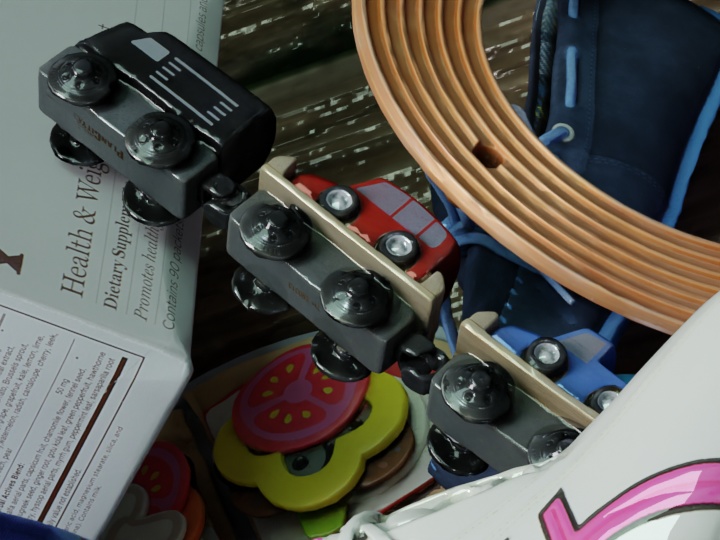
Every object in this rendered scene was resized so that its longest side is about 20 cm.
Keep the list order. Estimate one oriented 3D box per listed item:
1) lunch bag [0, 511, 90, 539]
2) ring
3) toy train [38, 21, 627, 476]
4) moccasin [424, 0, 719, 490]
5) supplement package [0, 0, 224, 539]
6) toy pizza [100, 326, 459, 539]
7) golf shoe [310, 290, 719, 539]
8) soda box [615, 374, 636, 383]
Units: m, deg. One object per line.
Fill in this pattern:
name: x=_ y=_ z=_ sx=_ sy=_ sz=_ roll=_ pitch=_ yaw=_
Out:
lunch bag: x=-0.152 y=0.112 z=0.716 sx=0.150 sy=0.200 sz=0.094 roll=-35 pitch=74 yaw=24
ring: x=0.092 y=-0.045 z=0.804 sx=0.199 sy=0.019 sz=0.201 roll=13 pitch=42 yaw=-12
toy train: x=0.000 y=0.000 z=0.740 sx=0.200 sy=0.034 sz=0.046 roll=38 pitch=57 yaw=21
moccasin: x=0.047 y=-0.012 z=0.822 sx=0.068 sy=0.081 sz=0.200 roll=28 pitch=40 yaw=-1
supplement package: x=-0.158 y=-0.017 z=0.827 sx=0.192 sy=0.199 sz=0.147 roll=-90 pitch=25 yaw=-52
toy pizza: x=-0.024 y=0.090 z=0.822 sx=0.199 sy=0.032 sz=0.201 roll=-17 pitch=45 yaw=18
golf shoe: x=0.027 y=0.075 z=0.631 sx=0.092 sy=0.073 sz=0.200 roll=37 pitch=87 yaw=2
soda box: x=0.069 y=0.124 z=0.711 sx=0.067 sy=0.064 sz=0.201 roll=1 pitch=53 yaw=31
